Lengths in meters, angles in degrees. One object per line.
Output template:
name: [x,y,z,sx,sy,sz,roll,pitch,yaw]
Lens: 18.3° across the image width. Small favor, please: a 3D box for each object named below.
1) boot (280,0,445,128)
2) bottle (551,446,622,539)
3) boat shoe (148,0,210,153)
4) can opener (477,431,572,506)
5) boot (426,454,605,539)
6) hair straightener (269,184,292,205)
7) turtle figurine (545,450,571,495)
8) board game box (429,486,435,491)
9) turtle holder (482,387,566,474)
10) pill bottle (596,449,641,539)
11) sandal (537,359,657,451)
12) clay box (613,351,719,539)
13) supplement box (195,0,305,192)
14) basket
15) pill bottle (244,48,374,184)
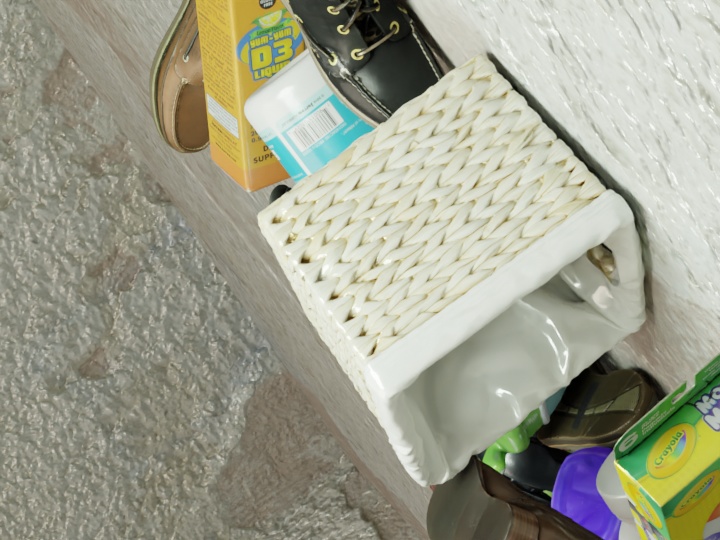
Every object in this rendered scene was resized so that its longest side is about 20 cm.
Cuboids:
boot: [-0.004,-0.180,1.472,0.201,0.073,0.151,56,173,5]
bottle: [0.214,0.186,1.696,0.065,0.084,0.200,4,171,33]
boat shoe: [-0.120,-0.176,1.818,0.068,0.072,0.201,46,131,43]
can opener: [0.179,0.173,1.820,0.199,0.079,0.063,15,-157,-15]
boot: [0.153,0.200,1.516,0.199,0.065,0.186,25,-174,-17]
hair straightener: [0.000,0.000,1.788,0.200,0.077,0.041,41,-142,-21]
turtle figurine: [0.161,0.230,2.141,0.200,0.144,0.194,49,177,46]
board game box: [0.016,0.096,1.758,0.103,0.019,0.200,50,173,47]
turtle holder: [0.109,0.074,1.735,0.141,0.132,0.186,35,170,44]
pill bottle: [0.254,0.205,1.577,0.201,0.112,0.112,54,172,-17]
sandal: [0.190,0.109,1.723,0.054,0.082,0.200,30,170,-14]
clay box: [0.221,0.124,1.373,0.048,0.115,0.200,46,171,30]
supplement box: [-0.084,-0.167,1.757,0.069,0.066,0.201,42,145,47]
basket: [0.061,0.004,1.451,0.161,0.200,0.198,50,173,24]
pill bottle: [0.009,-0.079,1.700,0.200,0.111,0.111,53,172,-8]
